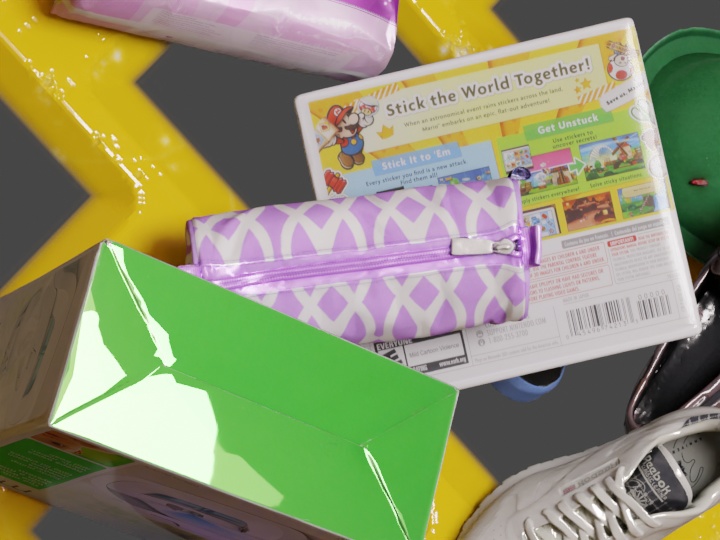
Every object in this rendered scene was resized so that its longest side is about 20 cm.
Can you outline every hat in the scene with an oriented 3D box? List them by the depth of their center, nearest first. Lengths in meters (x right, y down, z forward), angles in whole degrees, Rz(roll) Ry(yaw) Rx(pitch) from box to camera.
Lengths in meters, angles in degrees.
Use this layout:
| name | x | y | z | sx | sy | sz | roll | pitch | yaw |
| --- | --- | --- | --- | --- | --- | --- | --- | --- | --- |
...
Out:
| name | x | y | z | sx | sy | sz | roll | pitch | yaw |
| --- | --- | --- | --- | --- | --- | --- | --- | --- | --- |
| hat | 0.289 | -0.088 | 1.267 | 0.199 | 0.176 | 0.167 | 23 | 68 | -23 |

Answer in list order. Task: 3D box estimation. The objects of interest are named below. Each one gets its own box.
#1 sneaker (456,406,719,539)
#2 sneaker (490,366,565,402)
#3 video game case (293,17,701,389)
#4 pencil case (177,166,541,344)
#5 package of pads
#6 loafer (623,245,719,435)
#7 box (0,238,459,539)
| name | x | y | z | sx | sy | sz | roll | pitch | yaw |
| --- | --- | --- | --- | --- | --- | --- | --- | --- | --- |
| sneaker | 0.133 | 0.135 | 1.151 | 0.199 | 0.081 | 0.077 | -33 | 89 | -4 |
| sneaker | 0.099 | -0.027 | 1.203 | 0.070 | 0.078 | 0.202 | -1 | 79 | -30 |
| video game case | 0.077 | -0.032 | 1.158 | 0.198 | 0.023 | 0.184 | -13 | 90 | 2 |
| pencil case | 0.000 | 0.000 | 1.098 | 0.198 | 0.086 | 0.085 | -9 | 97 | -4 |
| package of pads | -0.072 | -0.183 | 1.145 | 0.198 | 0.075 | 0.122 | 10 | 76 | -27 |
| loafer | 0.225 | 0.027 | 1.221 | 0.072 | 0.063 | 0.201 | 35 | 93 | 22 |
| box | -0.083 | 0.076 | 1.017 | 0.199 | 0.176 | 0.098 | 24 | 68 | -23 |
